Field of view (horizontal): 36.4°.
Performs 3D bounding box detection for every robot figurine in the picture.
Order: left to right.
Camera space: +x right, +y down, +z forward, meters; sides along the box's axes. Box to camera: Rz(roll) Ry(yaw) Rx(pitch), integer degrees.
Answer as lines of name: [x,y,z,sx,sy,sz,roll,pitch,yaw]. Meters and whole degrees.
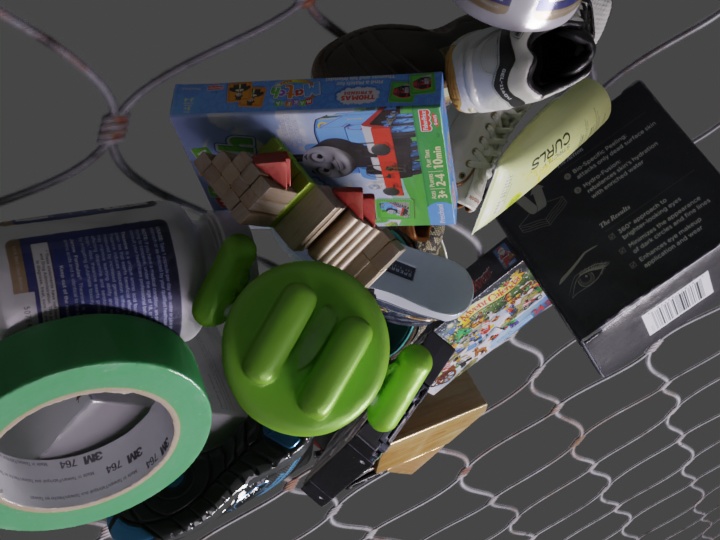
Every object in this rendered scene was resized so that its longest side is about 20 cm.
robot figurine: [-0.041,0.056,0.781,0.117,0.174,0.200,-61,-179,-6]

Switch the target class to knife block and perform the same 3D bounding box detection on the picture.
knife block: [0.038,0.194,1.360,0.200,0.064,0.175,-43,148,18]

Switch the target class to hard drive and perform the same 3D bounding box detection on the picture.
hard drive: [0.013,0.152,1.100,0.140,0.038,0.200,-52,180,-30]

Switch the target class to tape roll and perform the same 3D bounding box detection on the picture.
tape roll: [-0.212,0.117,0.817,0.198,0.048,0.202,-17,142,-13]

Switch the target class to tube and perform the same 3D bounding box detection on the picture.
tube: [0.159,-0.106,0.972,0.200,0.051,0.059,-41,117,-40]

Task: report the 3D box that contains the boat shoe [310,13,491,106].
boat shoe: [0.044,-0.151,0.878,0.198,0.072,0.076,-14,157,-28]

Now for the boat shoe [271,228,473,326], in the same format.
boat shoe: [0.000,0.000,1.003,0.198,0.072,0.091,26,160,-12]

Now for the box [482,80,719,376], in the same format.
box: [0.259,-0.041,1.088,0.195,0.201,0.117,-34,149,6]

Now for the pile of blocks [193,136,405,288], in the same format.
pile of blocks: [-0.032,-0.053,0.814,0.062,0.083,0.199,-43,140,14]

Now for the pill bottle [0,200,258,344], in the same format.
pill bottle: [-0.183,0.007,0.838,0.197,0.112,0.112,-9,143,-22]

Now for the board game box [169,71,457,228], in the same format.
board game box: [-0.029,-0.087,0.841,0.197,0.037,0.152,0,150,10]

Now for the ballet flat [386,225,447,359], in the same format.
ballet flat: [0.057,0.015,1.128,0.075,0.068,0.202,-25,146,-27]

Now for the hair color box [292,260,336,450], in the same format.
hair color box: [-0.050,0.090,1.101,0.111,0.064,0.201,-51,151,-14]

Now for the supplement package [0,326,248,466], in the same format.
supplement package: [-0.211,0.112,0.968,0.121,0.121,0.199,-43,148,21]

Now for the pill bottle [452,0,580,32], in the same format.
pill bottle: [0.125,-0.272,0.730,0.110,0.112,0.201,-15,146,-25]

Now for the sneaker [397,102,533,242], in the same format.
sneaker: [0.105,-0.104,0.978,0.200,0.085,0.072,-46,145,19]

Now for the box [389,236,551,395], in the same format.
box: [0.125,0.058,1.268,0.199,0.038,0.136,-39,148,12]

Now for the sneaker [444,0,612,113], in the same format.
sneaker: [0.154,-0.171,0.844,0.200,0.087,0.077,-39,122,-36]

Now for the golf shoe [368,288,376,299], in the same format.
golf shoe: [-0.032,0.075,0.992,0.091,0.074,0.201,-5,151,-5]

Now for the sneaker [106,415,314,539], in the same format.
sneaker: [-0.126,0.192,0.970,0.198,0.074,0.082,-26,151,-9]
